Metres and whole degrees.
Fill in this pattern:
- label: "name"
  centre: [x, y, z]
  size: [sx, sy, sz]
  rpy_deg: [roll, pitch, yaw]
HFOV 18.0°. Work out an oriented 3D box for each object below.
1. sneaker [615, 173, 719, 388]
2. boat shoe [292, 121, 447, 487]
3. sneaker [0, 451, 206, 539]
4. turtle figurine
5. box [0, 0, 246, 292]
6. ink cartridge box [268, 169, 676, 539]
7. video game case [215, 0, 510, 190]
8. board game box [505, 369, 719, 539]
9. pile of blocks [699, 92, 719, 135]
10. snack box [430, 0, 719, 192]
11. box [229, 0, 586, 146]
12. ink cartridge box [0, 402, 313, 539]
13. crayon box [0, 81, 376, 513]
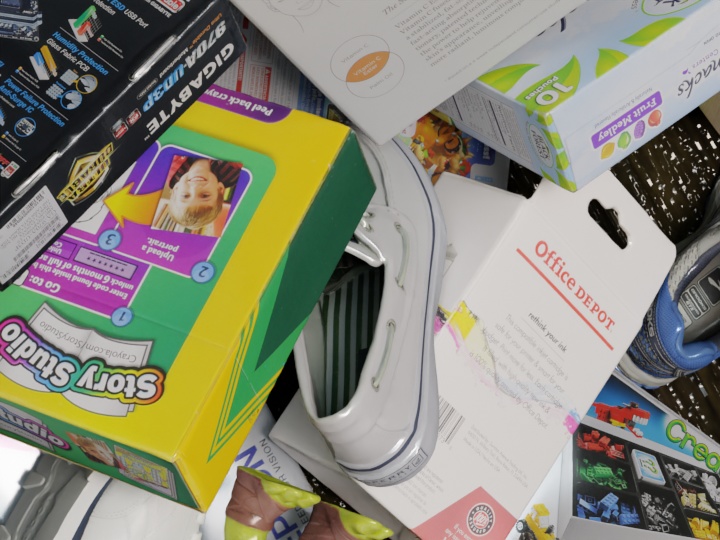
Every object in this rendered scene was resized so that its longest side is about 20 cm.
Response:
- label: "sneaker"
  centre: [0.212, -0.013, 1.176]
  size: [0.077, 0.085, 0.200]
  rpy_deg: [46, 75, -11]
- label: "boat shoe"
  centre: [0.000, 0.000, 1.046]
  size: [0.074, 0.200, 0.067]
  rpy_deg: [-23, 141, 17]
- label: "sneaker"
  centre: [-0.103, 0.105, 1.042]
  size: [0.080, 0.076, 0.200]
  rpy_deg: [36, 84, -27]
- label: "turtle figurine"
  centre: [-0.044, 0.181, 1.037]
  size: [0.200, 0.064, 0.161]
  rpy_deg: [27, 81, -24]
- label: "box"
  centre: [-0.177, -0.107, 1.014]
  size: [0.200, 0.046, 0.159]
  rpy_deg: [36, 74, 26]
- label: "ink cartridge box"
  centre: [0.060, 0.036, 1.114]
  size: [0.200, 0.067, 0.116]
  rpy_deg: [-56, 131, -12]
- label: "video game case"
  centre: [-0.014, -0.118, 1.140]
  size: [0.200, 0.018, 0.143]
  rpy_deg: [8, 85, -18]
- label: "board game box"
  centre: [0.161, 0.150, 1.180]
  size: [0.200, 0.035, 0.126]
  rpy_deg: [36, 79, -14]
- label: "pile of blocks"
  centre: [0.210, -0.111, 1.166]
  size: [0.200, 0.062, 0.082]
  rpy_deg: [12, 50, -5]
- label: "snack box"
  centre: [0.131, -0.131, 1.104]
  size: [0.200, 0.142, 0.053]
  rpy_deg: [-35, 129, -17]
- label: "box"
  centre: [-0.007, -0.168, 1.004]
  size: [0.124, 0.098, 0.200]
  rpy_deg: [-34, 140, 12]
- label: "ink cartridge box"
  centre: [-0.139, 0.097, 1.081]
  size: [0.200, 0.043, 0.196]
  rpy_deg: [-31, 98, -18]
- label: "crayon box"
  centre: [-0.121, -0.008, 1.009]
  size: [0.200, 0.058, 0.173]
  rpy_deg: [18, 67, 22]
